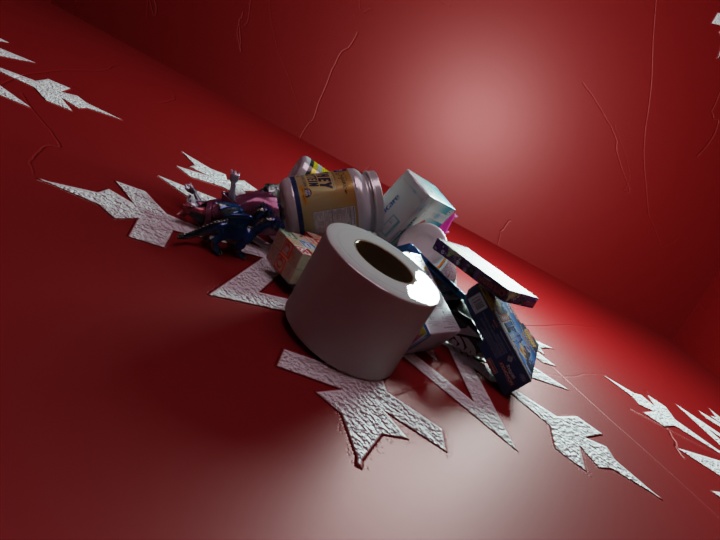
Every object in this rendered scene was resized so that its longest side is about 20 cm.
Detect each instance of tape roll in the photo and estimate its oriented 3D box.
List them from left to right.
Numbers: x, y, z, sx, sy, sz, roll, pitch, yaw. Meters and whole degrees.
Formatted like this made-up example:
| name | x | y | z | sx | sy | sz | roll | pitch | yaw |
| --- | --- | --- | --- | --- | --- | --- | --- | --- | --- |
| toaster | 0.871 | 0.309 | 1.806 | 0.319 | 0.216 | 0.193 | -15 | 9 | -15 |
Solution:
| name | x | y | z | sx | sy | sz | roll | pitch | yaw |
| --- | --- | --- | --- | --- | --- | --- | --- | --- | --- |
| tape roll | 0.003 | 0.042 | 0.850 | 0.199 | 0.141 | 0.204 | 27 | 20 | -11 |

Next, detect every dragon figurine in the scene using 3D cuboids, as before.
| name | x | y | z | sx | sy | sz | roll | pitch | yaw |
| --- | --- | --- | --- | --- | --- | --- | --- | --- | --- |
| dragon figurine | -0.221 | -0.081 | 0.963 | 0.197 | 0.101 | 0.059 | 12 | 20 | -47 |

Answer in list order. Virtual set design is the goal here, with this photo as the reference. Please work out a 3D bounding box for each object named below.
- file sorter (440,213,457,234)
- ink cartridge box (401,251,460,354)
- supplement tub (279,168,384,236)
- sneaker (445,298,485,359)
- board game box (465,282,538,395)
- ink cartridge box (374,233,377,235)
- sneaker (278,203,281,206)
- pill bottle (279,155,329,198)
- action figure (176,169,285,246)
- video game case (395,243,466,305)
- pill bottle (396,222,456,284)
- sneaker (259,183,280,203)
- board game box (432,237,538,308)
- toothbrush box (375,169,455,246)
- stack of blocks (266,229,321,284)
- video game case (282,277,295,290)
| name | x | y | z | sx | sy | sz | roll | pitch | yaw |
| --- | --- | --- | --- | --- | --- | --- | --- | --- | --- |
| file sorter | 0.154 | -0.091 | 1.502 | 0.137 | 0.203 | 0.125 | 31 | 12 | 15 |
| ink cartridge box | 0.084 | 0.041 | 1.018 | 0.135 | 0.076 | 0.203 | 6 | 54 | -57 |
| supplement tub | -0.059 | -0.127 | 1.149 | 0.195 | 0.148 | 0.145 | -10 | 25 | -11 |
| sneaker | 0.200 | 0.108 | 1.132 | 0.196 | 0.092 | 0.067 | 27 | 15 | -8 |
| board game box | 0.286 | 0.126 | 1.126 | 0.199 | 0.061 | 0.203 | 3 | 58 | -62 |
| ink cartridge box | 0.017 | -0.074 | 1.410 | 0.199 | 0.085 | 0.144 | 37 | 17 | 29 |
| sneaker | -0.157 | -0.139 | 1.324 | 0.197 | 0.080 | 0.066 | 13 | 22 | -43 |
| pill bottle | -0.075 | -0.157 | 1.273 | 0.198 | 0.114 | 0.113 | 32 | 13 | -18 |
| action figure | -0.251 | -0.104 | 1.058 | 0.197 | 0.153 | 0.132 | -12 | 4 | -42 |
| video game case | 0.125 | 0.021 | 1.176 | 0.199 | 0.018 | 0.142 | 41 | -27 | -22 |
| pill bottle | 0.156 | -0.009 | 1.274 | 0.113 | 0.115 | 0.201 | 37 | -10 | 31 |
| sneaker | -0.178 | -0.178 | 1.406 | 0.197 | 0.077 | 0.114 | 12 | 12 | 37 |
| board game box | 0.243 | 0.004 | 1.108 | 0.118 | 0.033 | 0.200 | 8 | 25 | -43 |
| toothbrush box | 0.116 | -0.131 | 1.290 | 0.086 | 0.146 | 0.199 | 51 | 17 | 20 |
| stack of blocks | -0.073 | -0.018 | 1.038 | 0.197 | 0.060 | 0.115 | 12 | 22 | -47 |
| video game case | -0.067 | 0.038 | 1.017 | 0.141 | 0.019 | 0.200 | 16 | 20 | -39 |
